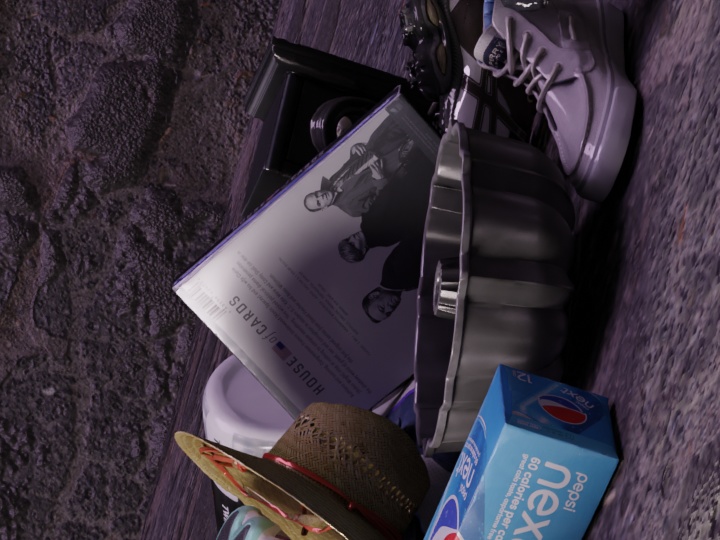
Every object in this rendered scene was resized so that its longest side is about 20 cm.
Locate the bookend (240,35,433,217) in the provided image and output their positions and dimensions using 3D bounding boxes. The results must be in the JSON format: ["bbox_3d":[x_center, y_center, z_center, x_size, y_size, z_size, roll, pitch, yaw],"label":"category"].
[{"bbox_3d":[0.001,-0.035,1.710,0.092,0.199,0.200,122,163,-60],"label":"bookend"}]

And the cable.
[{"bbox_3d":[0.047,-0.094,1.659,0.050,0.199,0.098,21,122,54],"label":"cable"}]

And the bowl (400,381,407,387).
[{"bbox_3d":[-0.002,0.020,1.830,0.201,0.104,0.202,15,-90,-80],"label":"bowl"}]

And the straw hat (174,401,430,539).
[{"bbox_3d":[-0.009,0.126,1.459,0.085,0.201,0.201,-53,4,-14],"label":"straw hat"}]

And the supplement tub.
[{"bbox_3d":[-0.047,0.160,1.755,0.123,0.121,0.201,-85,-7,-54],"label":"supplement tub"}]

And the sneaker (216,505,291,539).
[{"bbox_3d":[-0.004,0.226,1.446,0.078,0.139,0.201,-56,43,29],"label":"sneaker"}]

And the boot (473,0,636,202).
[{"bbox_3d":[0.114,-0.117,1.496,0.200,0.095,0.074,-88,17,-58],"label":"boot"}]

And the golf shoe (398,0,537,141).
[{"bbox_3d":[0.087,-0.092,1.590,0.078,0.094,0.202,-148,47,-80],"label":"golf shoe"}]

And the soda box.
[{"bbox_3d":[0.073,0.157,1.326,0.064,0.067,0.201,-90,19,-62],"label":"soda box"}]

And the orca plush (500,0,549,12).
[{"bbox_3d":[0.132,-0.217,1.491,0.071,0.199,0.106,21,-137,-63],"label":"orca plush"}]

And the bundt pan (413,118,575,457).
[{"bbox_3d":[0.081,0.013,1.441,0.202,0.075,0.204,-175,90,-86],"label":"bundt pan"}]

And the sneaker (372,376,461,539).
[{"bbox_3d":[0.022,0.164,1.581,0.200,0.080,0.147,126,164,-49],"label":"sneaker"}]

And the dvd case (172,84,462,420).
[{"bbox_3d":[0.000,0.000,1.557,0.200,0.150,0.025,-39,13,15],"label":"dvd case"}]
